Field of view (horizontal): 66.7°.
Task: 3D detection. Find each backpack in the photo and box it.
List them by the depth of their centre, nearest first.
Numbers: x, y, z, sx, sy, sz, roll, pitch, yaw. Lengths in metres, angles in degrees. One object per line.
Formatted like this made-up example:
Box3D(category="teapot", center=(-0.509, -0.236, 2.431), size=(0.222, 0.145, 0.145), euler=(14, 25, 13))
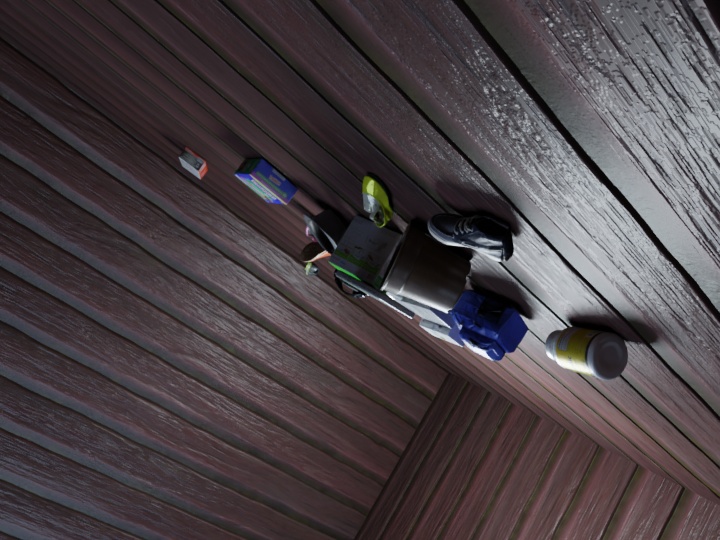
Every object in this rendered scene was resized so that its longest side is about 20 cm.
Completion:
Box3D(category="backpack", center=(0.367, 0.157, 1.638), size=(0.199, 0.168, 0.163), euler=(30, 165, 43))

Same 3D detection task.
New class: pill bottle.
Box3D(category="pill bottle", center=(0.554, 0.200, 1.364), size=(0.110, 0.112, 0.200), euler=(35, 172, -13))

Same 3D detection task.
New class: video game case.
Box3D(category="video game case", center=(0.045, 0.069, 1.587), size=(0.181, 0.022, 0.199), euler=(27, 177, 39))

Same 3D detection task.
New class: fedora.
Box3D(category="fedora", center=(-0.109, -0.145, 1.922), size=(0.176, 0.090, 0.201), euler=(35, 161, 44))

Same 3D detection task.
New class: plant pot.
Box3D(category="plant pot", center=(0.177, 0.003, 1.466), size=(0.195, 0.203, 0.200), euler=(25, 171, -1))

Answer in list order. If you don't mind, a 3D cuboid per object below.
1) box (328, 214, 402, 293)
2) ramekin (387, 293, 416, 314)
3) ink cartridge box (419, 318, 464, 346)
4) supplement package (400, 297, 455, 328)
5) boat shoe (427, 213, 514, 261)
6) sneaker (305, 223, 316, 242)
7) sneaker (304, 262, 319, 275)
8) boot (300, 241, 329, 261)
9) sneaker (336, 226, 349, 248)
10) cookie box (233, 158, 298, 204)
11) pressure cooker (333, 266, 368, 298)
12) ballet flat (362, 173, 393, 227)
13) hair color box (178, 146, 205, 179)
Box3D(category="box", center=(0.028, -0.052, 1.691), size=(0.198, 0.178, 0.097), euler=(25, 171, 38))
Box3D(category="ramekin", center=(0.186, 0.081, 2.060), size=(0.198, 0.106, 0.200), euler=(32, 171, 5))
Box3D(category="ink cartridge box", center=(0.315, 0.167, 1.924), size=(0.084, 0.146, 0.199), euler=(36, 171, -23))
Box3D(category="supplement package", center=(0.253, 0.101, 1.872), size=(0.119, 0.122, 0.199), euler=(38, 171, -23))
Box3D(category="boat shoe", center=(0.229, -0.092, 1.151), size=(0.197, 0.076, 0.093), euler=(21, 160, 24))
Box3D(category="sneaker", center=(-0.161, -0.156, 2.218), size=(0.093, 0.081, 0.200), euler=(5, 161, 16))
Box3D(category="sneaker", center=(-0.304, 0.002, 3.497), size=(0.080, 0.075, 0.200), euler=(29, 172, 7))
Box3D(category="boot", center=(-0.149, -0.080, 2.226), size=(0.107, 0.197, 0.076), euler=(27, -137, -57))
Box3D(category="sneaker", center=(-0.013, -0.091, 1.830), size=(0.105, 0.076, 0.200), euler=(25, -154, 5))
Box3D(category="cookie box", center=(-0.336, -0.315, 1.931), size=(0.171, 0.076, 0.199), euler=(39, 169, -28))
Box3D(category="pressure cooker", center=(0.002, 0.002, 1.992), size=(0.177, 0.202, 0.176), euler=(35, 172, -9))
Box3D(category="ballet flat", center=(0.040, -0.168, 1.395), size=(0.066, 0.068, 0.200), euler=(30, 170, 23))
Box3D(category="hair color box", center=(-0.786, -0.504, 2.579), size=(0.110, 0.064, 0.200), euler=(36, 172, -10))
